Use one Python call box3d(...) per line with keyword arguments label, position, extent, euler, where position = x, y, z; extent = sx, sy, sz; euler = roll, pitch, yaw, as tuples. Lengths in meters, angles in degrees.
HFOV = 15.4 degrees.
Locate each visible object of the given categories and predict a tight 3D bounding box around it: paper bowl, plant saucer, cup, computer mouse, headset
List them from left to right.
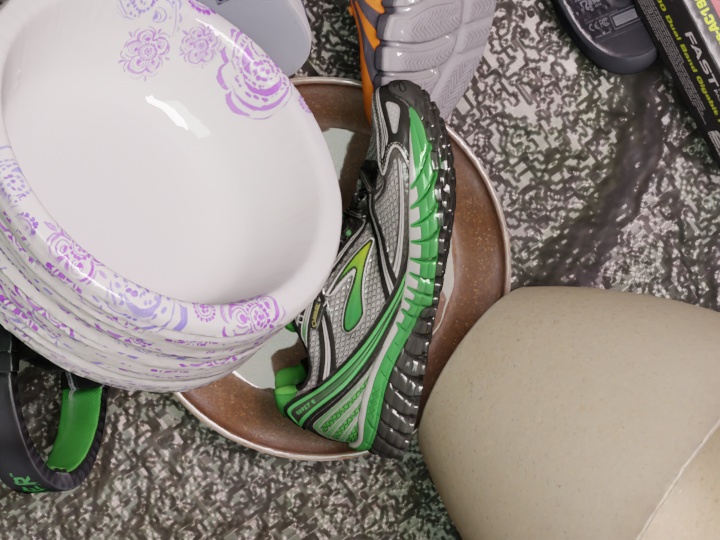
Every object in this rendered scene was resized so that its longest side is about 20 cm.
box3d(label="headset", position=(-0.176, 0.013, 1.359), extent=(0.094, 0.123, 0.201), euler=(-3, 82, 17))
box3d(label="paper bowl", position=(-0.117, -0.035, 1.273), extent=(0.201, 0.201, 0.104), euler=(42, 134, -6))
box3d(label="plant saucer", position=(-0.022, -0.002, 1.397), extent=(0.200, 0.037, 0.201), euler=(0, 97, -3))
box3d(label="computer mouse", position=(0.106, -0.195, 1.386), extent=(0.058, 0.034, 0.200), euler=(-21, 91, -15))
box3d(label="cup", position=(0.115, 0.087, 1.352), extent=(0.143, 0.200, 0.201), euler=(34, 94, 19))

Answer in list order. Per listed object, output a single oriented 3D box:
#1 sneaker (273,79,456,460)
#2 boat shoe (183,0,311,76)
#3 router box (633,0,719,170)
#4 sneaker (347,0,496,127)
box3d(label="sneaker", position=(0.000, 0.000, 1.326), extent=(0.085, 0.078, 0.200), euler=(11, 113, 1))
box3d(label="boat shoe", position=(-0.080, -0.182, 1.308), extent=(0.073, 0.065, 0.200), euler=(-12, 133, 10))
box3d(label="router box", position=(0.213, -0.167, 1.360), extent=(0.150, 0.062, 0.200), euler=(-30, 97, -14))
box3d(label="sneaker", position=(0.007, -0.169, 1.349), extent=(0.112, 0.077, 0.201), euler=(19, 110, 36))
